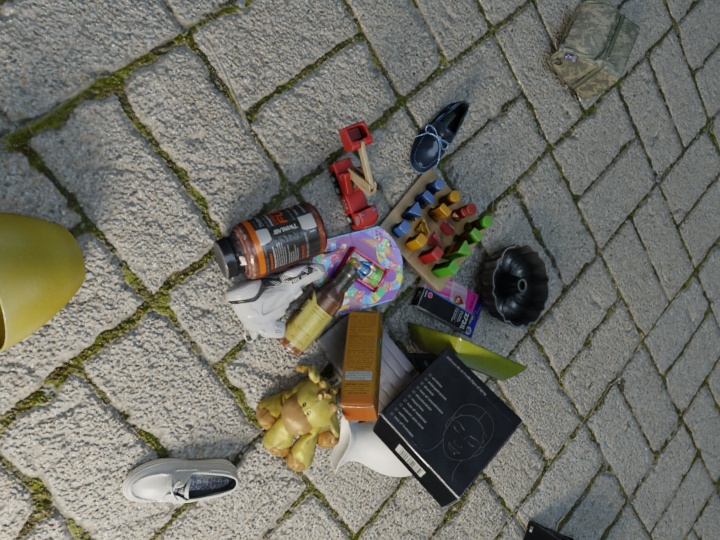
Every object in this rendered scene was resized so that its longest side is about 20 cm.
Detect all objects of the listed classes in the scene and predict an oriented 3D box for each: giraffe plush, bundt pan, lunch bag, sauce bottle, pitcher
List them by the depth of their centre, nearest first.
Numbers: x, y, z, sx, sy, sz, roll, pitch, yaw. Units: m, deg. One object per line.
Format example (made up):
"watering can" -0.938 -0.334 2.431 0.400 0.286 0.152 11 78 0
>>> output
"giraffe plush" -0.093 0.260 0.965 0.172 0.162 0.201 38 70 0
"sauce bottle" -0.078 0.074 1.022 0.066 0.066 0.201 41 87 -22
"pitcher" 0.048 0.338 1.095 0.197 0.121 0.175 11 87 -16
"bundt pan" 0.366 0.036 1.267 0.199 0.075 0.206 1 88 -31
"lunch bag" 0.593 -0.574 1.345 0.166 0.139 0.202 30 77 -8

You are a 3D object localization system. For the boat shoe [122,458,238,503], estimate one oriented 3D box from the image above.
"boat shoe" -0.315 0.382 0.929 0.197 0.068 0.073 12 86 -28

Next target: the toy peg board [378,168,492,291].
"toy peg board" 0.174 -0.097 1.134 0.199 0.098 0.201 43 72 -10

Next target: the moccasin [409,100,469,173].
"moccasin" 0.173 -0.308 1.159 0.080 0.068 0.202 34 72 -11

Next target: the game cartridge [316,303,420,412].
"game cartridge" 0.016 0.184 1.078 0.129 0.038 0.201 -38 83 -16

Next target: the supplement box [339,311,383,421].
"supplement box" 0.005 0.176 0.990 0.068 0.067 0.202 -3 52 8

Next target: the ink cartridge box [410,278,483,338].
"ink cartridge box" 0.213 0.078 1.218 0.198 0.037 0.096 29 77 -27

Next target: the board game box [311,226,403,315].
"board game box" 0.000 0.000 1.072 0.197 0.039 0.161 -14 93 -13

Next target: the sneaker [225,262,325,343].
"sneaker" -0.150 0.059 1.005 0.197 0.075 0.117 -19 101 -21

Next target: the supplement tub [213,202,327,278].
"supplement tub" -0.168 -0.051 0.972 0.198 0.107 0.109 -22 101 -26

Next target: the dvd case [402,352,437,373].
"dvd case" 0.162 0.277 1.133 0.149 0.025 0.203 10 54 -35

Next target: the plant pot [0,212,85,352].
"plant pot" -0.501 -0.002 0.770 0.141 0.198 0.203 -30 106 -50

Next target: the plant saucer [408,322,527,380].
"plant saucer" 0.221 0.181 1.132 0.198 0.199 0.049 25 83 -26

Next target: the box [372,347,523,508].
"box" 0.162 0.297 0.998 0.196 0.125 0.200 -38 70 -25

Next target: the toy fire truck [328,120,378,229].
"toy fire truck" -0.005 -0.179 1.034 0.048 0.140 0.203 -27 103 -24

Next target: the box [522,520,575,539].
"box" 0.502 0.790 1.345 0.199 0.117 0.199 31 78 -26
